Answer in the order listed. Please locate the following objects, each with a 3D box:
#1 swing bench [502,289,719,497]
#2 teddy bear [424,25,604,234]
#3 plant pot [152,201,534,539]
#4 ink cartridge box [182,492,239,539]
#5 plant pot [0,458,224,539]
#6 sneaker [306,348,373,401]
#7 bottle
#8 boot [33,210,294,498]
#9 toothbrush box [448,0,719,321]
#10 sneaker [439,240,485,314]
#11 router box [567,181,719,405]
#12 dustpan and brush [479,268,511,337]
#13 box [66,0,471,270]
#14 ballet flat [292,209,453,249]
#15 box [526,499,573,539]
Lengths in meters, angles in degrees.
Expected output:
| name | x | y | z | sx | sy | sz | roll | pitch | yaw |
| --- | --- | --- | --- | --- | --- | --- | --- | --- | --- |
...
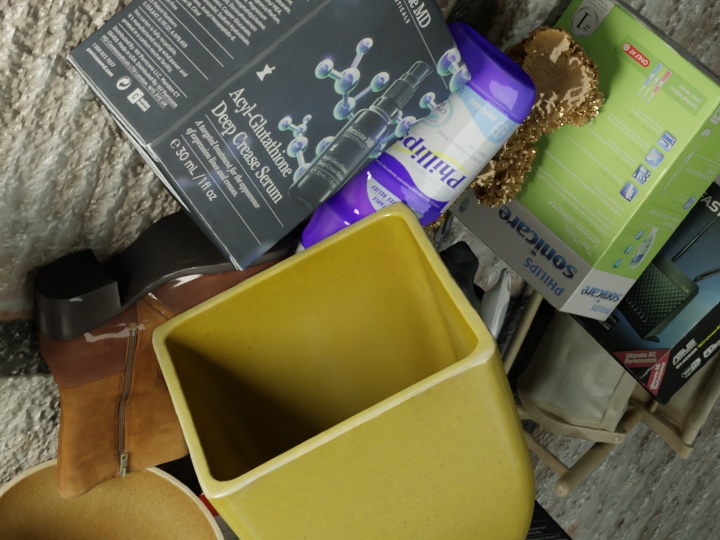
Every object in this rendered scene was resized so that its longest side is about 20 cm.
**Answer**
| name | x | y | z | sx | sy | sz | roll | pitch | yaw |
| --- | --- | --- | --- | --- | --- | --- | --- | --- | --- |
| swing bench | 0.233 | 0.069 | 1.620 | 0.200 | 0.130 | 0.199 | -10 | 133 | -45 |
| teddy bear | 0.075 | -0.104 | 1.325 | 0.145 | 0.067 | 0.200 | 35 | 105 | -19 |
| plant pot | 0.006 | 0.115 | 1.210 | 0.194 | 0.196 | 0.200 | -27 | 124 | -1 |
| ink cartridge box | -0.070 | 0.186 | 1.439 | 0.162 | 0.057 | 0.200 | -15 | 169 | -33 |
| plant pot | -0.205 | 0.269 | 1.375 | 0.186 | 0.187 | 0.200 | -19 | 149 | -29 |
| sneaker | -0.039 | 0.071 | 1.320 | 0.200 | 0.075 | 0.085 | -31 | 140 | -8 |
| bottle | 0.030 | -0.072 | 1.264 | 0.083 | 0.065 | 0.200 | 36 | 106 | -19 |
| boot | -0.130 | 0.064 | 1.296 | 0.188 | 0.068 | 0.201 | -23 | 135 | -24 |
| toothbrush box | 0.175 | -0.086 | 1.379 | 0.200 | 0.146 | 0.086 | -54 | 150 | 13 |
| sneaker | 0.078 | 0.056 | 1.503 | 0.081 | 0.074 | 0.200 | -36 | 146 | -15 |
| router box | 0.220 | -0.016 | 1.450 | 0.150 | 0.200 | 0.062 | -44 | 144 | 1 |
| dustpan and brush | 0.074 | 0.094 | 1.422 | 0.139 | 0.057 | 0.201 | 3 | 96 | -68 |
| box | -0.053 | -0.127 | 1.157 | 0.200 | 0.107 | 0.149 | -41 | 144 | -5 |
| ballet flat | 0.000 | 0.000 | 1.370 | 0.200 | 0.072 | 0.072 | -13 | 135 | -36 |
| box | 0.071 | 0.237 | 1.568 | 0.104 | 0.200 | 0.148 | 1 | 127 | -46 |
